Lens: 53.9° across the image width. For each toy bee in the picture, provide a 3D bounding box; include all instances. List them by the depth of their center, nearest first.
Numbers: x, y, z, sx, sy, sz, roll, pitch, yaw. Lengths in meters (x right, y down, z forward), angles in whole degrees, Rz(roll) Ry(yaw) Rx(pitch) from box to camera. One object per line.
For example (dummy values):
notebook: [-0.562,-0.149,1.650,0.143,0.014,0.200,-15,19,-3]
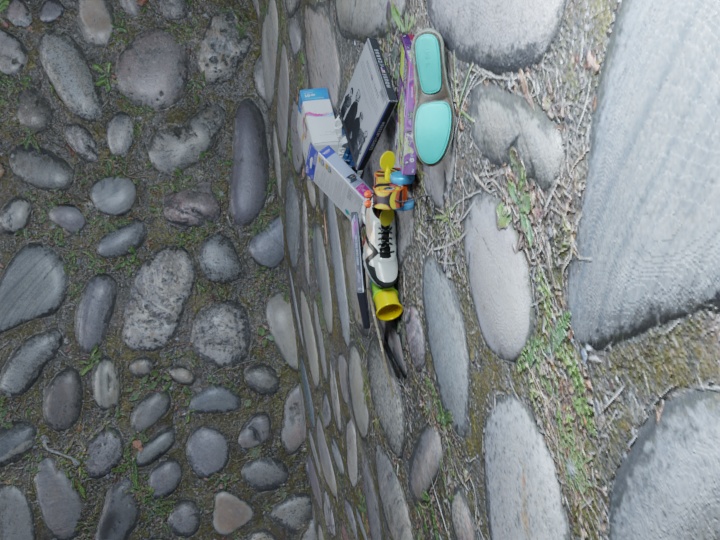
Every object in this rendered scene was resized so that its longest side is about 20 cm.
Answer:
toy bee: [0.051,-0.149,1.291,0.200,0.106,0.135,-171,76,-76]

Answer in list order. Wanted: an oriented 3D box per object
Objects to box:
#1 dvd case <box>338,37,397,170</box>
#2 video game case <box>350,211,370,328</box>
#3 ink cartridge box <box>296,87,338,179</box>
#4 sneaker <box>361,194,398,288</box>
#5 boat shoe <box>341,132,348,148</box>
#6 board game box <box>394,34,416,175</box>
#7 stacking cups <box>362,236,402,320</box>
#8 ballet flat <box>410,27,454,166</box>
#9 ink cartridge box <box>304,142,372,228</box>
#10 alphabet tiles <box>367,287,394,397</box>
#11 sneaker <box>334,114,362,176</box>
dvd case: [0.010,-0.316,1.364,0.201,0.024,0.154,122,137,-55]
video game case: [0.000,0.000,1.514,0.144,0.018,0.204,80,-175,-56]
ink cartridge box: [-0.117,-0.376,1.951,0.146,0.082,0.204,104,155,-56]
sneaker: [0.041,-0.066,1.453,0.080,0.072,0.206,140,122,-72]
boat shoe: [0.005,-0.326,1.498,0.200,0.069,0.094,156,107,-69]
board game box: [0.082,-0.283,1.215,0.121,0.031,0.204,-90,2,-53]
stacking cups: [0.039,0.007,1.525,0.061,0.059,0.204,101,159,-52]
ballet flat: [0.113,-0.266,1.094,0.064,0.065,0.206,-40,-52,-73]
ink cartridge box: [-0.049,-0.203,1.641,0.200,0.042,0.120,45,154,13]
alphabet tiles: [0.042,0.147,1.551,0.169,0.007,0.204,-101,-2,-56]
sneaker: [-0.022,-0.300,1.651,0.203,0.073,0.088,95,-176,-46]
